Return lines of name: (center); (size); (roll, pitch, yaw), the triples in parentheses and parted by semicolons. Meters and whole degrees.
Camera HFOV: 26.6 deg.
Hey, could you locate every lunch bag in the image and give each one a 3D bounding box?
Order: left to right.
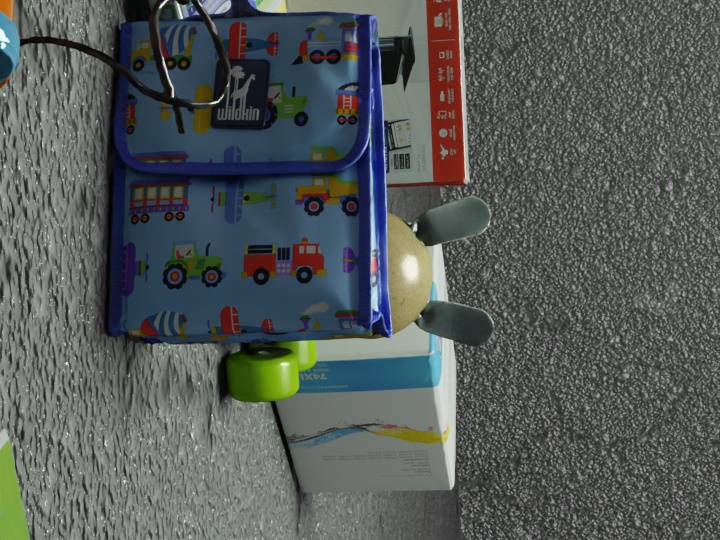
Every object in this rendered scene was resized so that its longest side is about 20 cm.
lunch bag: (-0.062, -0.062, 0.883); (0.094, 0.149, 0.203); (38, 50, -79)

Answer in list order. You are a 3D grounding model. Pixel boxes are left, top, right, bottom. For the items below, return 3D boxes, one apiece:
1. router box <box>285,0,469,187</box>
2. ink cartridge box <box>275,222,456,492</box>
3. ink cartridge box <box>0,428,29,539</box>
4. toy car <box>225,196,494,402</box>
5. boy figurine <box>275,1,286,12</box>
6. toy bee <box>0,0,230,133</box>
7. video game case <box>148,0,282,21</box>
router box: (-0.005, -0.165, 1.226); (0.049, 0.177, 0.203); (-5, 91, -82)
ink cartridge box: (0.006, 0.081, 1.349); (0.201, 0.144, 0.148); (78, 12, -48)
ink cartridge box: (-0.147, 0.171, 0.474); (0.148, 0.075, 0.202); (-67, 153, -72)
toy car: (0.000, 0.000, 1.134); (0.158, 0.197, 0.166); (-54, 141, -77)
boy figurine: (-0.076, -0.203, 1.146); (0.124, 0.064, 0.202); (-66, 149, -75)
toy bee: (-0.152, -0.081, 0.506); (0.200, 0.108, 0.132); (47, 43, -39)
video game case: (-0.101, -0.229, 0.973); (0.200, 0.022, 0.184); (-66, 146, -59)
